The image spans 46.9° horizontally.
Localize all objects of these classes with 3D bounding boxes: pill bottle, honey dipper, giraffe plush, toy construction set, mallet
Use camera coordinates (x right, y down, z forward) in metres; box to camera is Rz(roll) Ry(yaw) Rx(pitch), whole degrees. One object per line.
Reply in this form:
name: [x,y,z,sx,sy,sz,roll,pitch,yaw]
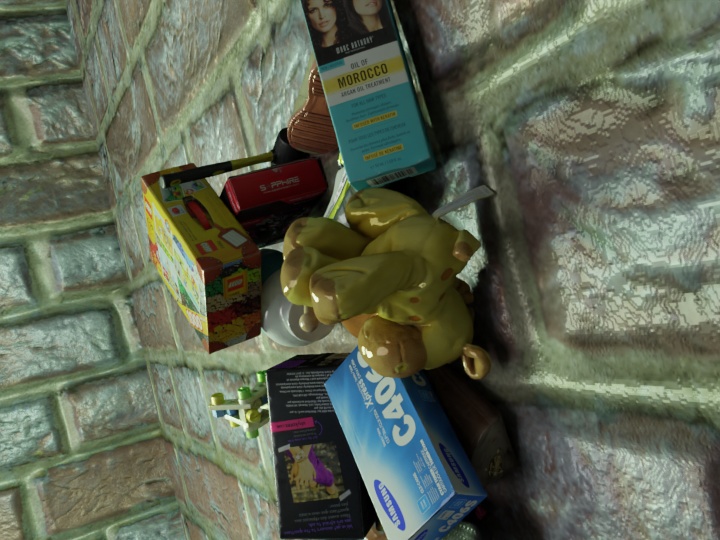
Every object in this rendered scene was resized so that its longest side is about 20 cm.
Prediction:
pill bottle: [-0.102,0.038,1.129,0.200,0.111,0.111,23,123,62]
honey dipper: [-0.066,0.007,1.030,0.200,0.038,0.038,-93,8,-52]
giraffe plush: [0.041,0.026,0.764,0.173,0.200,0.162,-98,-8,-57]
toy construction set: [-0.097,0.194,1.143,0.200,0.131,0.092,19,116,33]
mallet: [-0.162,-0.130,1.074,0.041,0.200,0.066,55,154,27]

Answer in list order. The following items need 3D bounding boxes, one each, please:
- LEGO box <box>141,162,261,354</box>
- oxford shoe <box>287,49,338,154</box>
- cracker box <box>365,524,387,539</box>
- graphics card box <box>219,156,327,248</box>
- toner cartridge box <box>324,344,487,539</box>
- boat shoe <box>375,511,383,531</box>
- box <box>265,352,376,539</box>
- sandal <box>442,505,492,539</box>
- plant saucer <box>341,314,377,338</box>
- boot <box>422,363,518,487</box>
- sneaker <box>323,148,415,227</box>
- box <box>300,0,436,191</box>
LEGO box: [-0.204,-0.018,1.068,0.200,0.077,0.149,49,148,37]
oxford shoe: [-0.037,-0.201,0.943,0.200,0.071,0.074,128,151,-61]
cracker box: [0.032,0.418,1.086,0.134,0.058,0.200,33,131,58]
graphics card box: [-0.134,-0.080,1.123,0.051,0.125,0.200,68,154,9]
toner cartridge box: [0.037,0.158,0.801,0.095,0.043,0.200,-52,43,26]
boat shoe: [0.060,0.250,0.890,0.201,0.063,0.073,110,165,-65]
box: [-0.037,0.204,0.990,0.122,0.106,0.200,-13,-81,-75]
sandal: [0.111,0.269,0.832,0.200,0.045,0.075,170,103,-81]
plant saucer: [0.000,0.000,0.974,0.200,0.037,0.200,-137,40,-53]
boot: [0.080,0.171,0.861,0.200,0.064,0.187,44,143,44]
sneaker: [0.009,-0.052,0.846,0.081,0.074,0.200,26,111,42]
box: [0.006,-0.183,0.791,0.049,0.082,0.200,25,-131,-78]
